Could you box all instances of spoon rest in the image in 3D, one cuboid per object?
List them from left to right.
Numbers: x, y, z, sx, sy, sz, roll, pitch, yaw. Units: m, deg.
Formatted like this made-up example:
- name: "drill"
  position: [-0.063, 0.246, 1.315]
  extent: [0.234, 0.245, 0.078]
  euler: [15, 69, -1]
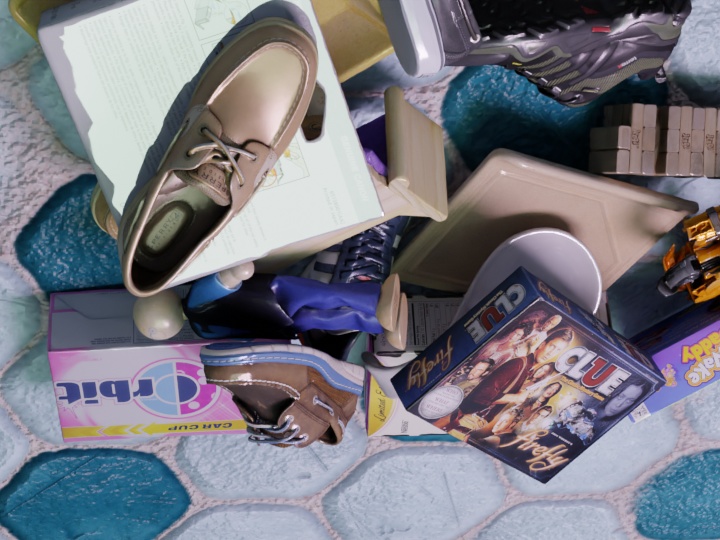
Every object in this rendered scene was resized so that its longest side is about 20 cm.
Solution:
- name: "spoon rest"
  position: [0.096, 0.042, 1.400]
  extent: [0.199, 0.061, 0.100]
  euler: [-32, 110, 9]

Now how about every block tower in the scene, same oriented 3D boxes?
- name: "block tower"
  position: [0.278, -0.095, 1.380]
  extent: [0.199, 0.058, 0.054]
  euler: [2, 93, -17]

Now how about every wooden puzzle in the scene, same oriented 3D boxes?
- name: "wooden puzzle"
  position: [0.139, -0.030, 1.431]
  extent: [0.184, 0.037, 0.200]
  euler: [13, 146, -26]

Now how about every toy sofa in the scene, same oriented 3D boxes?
- name: "toy sofa"
  position: [-0.041, -0.057, 1.310]
  extent: [0.199, 0.083, 0.097]
  euler: [-25, 140, 32]

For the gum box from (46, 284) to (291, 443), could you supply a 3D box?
- name: "gum box"
  position: [-0.146, 0.074, 1.454]
  extent: [0.199, 0.066, 0.114]
  euler: [-3, 136, -3]

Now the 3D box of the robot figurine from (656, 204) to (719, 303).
- name: "robot figurine"
  position: [0.293, -0.020, 1.406]
  extent: [0.144, 0.058, 0.200]
  euler: [-24, 169, 6]

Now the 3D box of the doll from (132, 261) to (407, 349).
- name: "doll"
  position: [-0.070, 0.026, 1.316]
  extent: [0.199, 0.049, 0.137]
  euler: [0, 158, 11]

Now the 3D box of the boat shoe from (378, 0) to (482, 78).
- name: "boat shoe"
  position: [0.039, -0.224, 1.169]
  extent: [0.066, 0.070, 0.201]
  euler: [-22, 115, -13]

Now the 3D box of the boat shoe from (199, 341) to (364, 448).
- name: "boat shoe"
  position: [-0.053, 0.095, 1.337]
  extent: [0.072, 0.073, 0.200]
  euler: [0, 171, 30]

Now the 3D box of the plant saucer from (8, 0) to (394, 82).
- name: "plant saucer"
  position: [-0.102, -0.180, 1.216]
  extent: [0.199, 0.049, 0.200]
  euler: [-28, 136, 16]

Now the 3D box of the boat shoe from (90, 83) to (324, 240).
- name: "boat shoe"
  position: [-0.100, -0.068, 1.254]
  extent: [0.200, 0.063, 0.073]
  euler: [-24, 137, 12]

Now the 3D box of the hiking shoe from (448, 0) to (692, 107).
- name: "hiking shoe"
  position: [0.136, -0.152, 1.283]
  extent: [0.199, 0.076, 0.101]
  euler: [-5, 134, -9]

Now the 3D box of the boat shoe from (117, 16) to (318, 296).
- name: "boat shoe"
  position: [-0.089, -0.067, 1.143]
  extent: [0.071, 0.065, 0.200]
  euler: [28, 112, -15]

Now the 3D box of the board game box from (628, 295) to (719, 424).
- name: "board game box"
  position: [0.309, 0.047, 1.502]
  extent: [0.199, 0.134, 0.045]
  euler: [-30, 93, 19]

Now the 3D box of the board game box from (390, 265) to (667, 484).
- name: "board game box"
  position: [0.133, 0.085, 1.392]
  extent: [0.135, 0.035, 0.200]
  euler: [-42, 139, 16]

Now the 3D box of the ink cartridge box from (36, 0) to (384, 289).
- name: "ink cartridge box"
  position: [-0.096, -0.102, 1.185]
  extent: [0.173, 0.044, 0.201]
  euler: [-18, 115, 4]

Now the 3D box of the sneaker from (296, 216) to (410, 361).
- name: "sneaker"
  position: [0.000, 0.000, 1.408]
  extent: [0.075, 0.085, 0.201]
  euler: [5, 135, -18]

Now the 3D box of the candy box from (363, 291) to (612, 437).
- name: "candy box"
  position: [0.103, 0.080, 1.510]
  extent: [0.199, 0.061, 0.137]
  euler: [-1, 145, -2]
